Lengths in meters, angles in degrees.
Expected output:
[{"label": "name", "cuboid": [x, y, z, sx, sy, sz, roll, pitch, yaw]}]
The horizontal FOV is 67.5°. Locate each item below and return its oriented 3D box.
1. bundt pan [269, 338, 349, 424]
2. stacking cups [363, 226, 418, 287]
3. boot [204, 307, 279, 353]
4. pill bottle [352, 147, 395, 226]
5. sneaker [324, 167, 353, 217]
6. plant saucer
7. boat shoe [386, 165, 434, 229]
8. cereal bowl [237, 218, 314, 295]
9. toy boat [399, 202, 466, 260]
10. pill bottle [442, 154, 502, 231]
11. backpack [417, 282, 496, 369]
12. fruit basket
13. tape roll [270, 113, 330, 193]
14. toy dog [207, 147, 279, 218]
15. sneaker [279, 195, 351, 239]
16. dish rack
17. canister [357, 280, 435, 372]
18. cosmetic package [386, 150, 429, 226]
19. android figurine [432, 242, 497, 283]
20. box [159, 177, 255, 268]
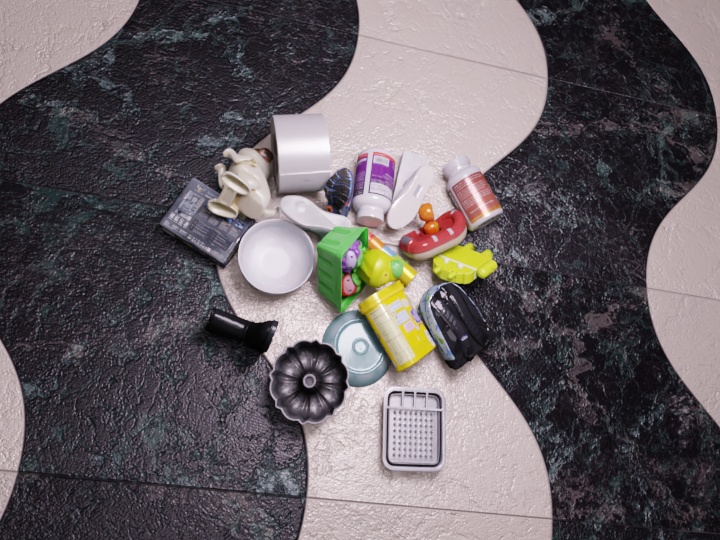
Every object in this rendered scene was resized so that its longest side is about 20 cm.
[{"label": "bundt pan", "cuboid": [-0.124, 0.276, 1.339, 0.197, 0.076, 0.207, 0, 76, 0]}, {"label": "stacking cups", "cuboid": [0.067, -0.037, 1.492, 0.199, 0.061, 0.061, 40, 71, 5]}, {"label": "boot", "cuboid": [-0.288, 0.136, 1.296, 0.160, 0.198, 0.075, 26, 68, -10]}, {"label": "pill bottle", "cuboid": [0.036, -0.231, 1.507, 0.110, 0.113, 0.204, 10, 73, -9]}, {"label": "sneaker", "cuboid": [-0.053, -0.204, 1.445, 0.074, 0.201, 0.079, 27, 55, 5]}, {"label": "plant saucer", "cuboid": [-0.004, 0.201, 1.417, 0.195, 0.036, 0.205, 3, 73, -11]}, {"label": "boat shoe", "cuboid": [0.129, -0.202, 1.488, 0.071, 0.068, 0.203, 29, 82, -16]}, {"label": "cereal bowl", "cuboid": [-0.220, -0.027, 1.411, 0.195, 0.083, 0.205, 3, 73, -10]}, {"label": "toy boat", "cuboid": [0.196, -0.123, 1.486, 0.197, 0.130, 0.133, -24, 112, -18]}, {"label": "pill bottle", "cuboid": [0.320, -0.227, 1.565, 0.111, 0.112, 0.203, -24, 81, -17]}, {"label": "backpack", "cuboid": [0.241, 0.132, 1.443, 0.162, 0.153, 0.202, -36, 106, -16]}, {"label": "fruit basket", "cuboid": [0.000, 0.000, 1.370, 0.215, 0.216, 0.156, 41, 49, 2]}, {"label": "tape roll", "cuboid": [-0.163, -0.312, 1.442, 0.136, 0.203, 0.207, -6, 75, -14]}, {"label": "toy dog", "cuboid": [-0.287, -0.243, 1.407, 0.190, 0.140, 0.203, 18, 45, -15]}, {"label": "sneaker", "cuboid": [-0.132, -0.126, 1.434, 0.197, 0.118, 0.075, 21, 70, -15]}, {"label": "dish rack", "cuboid": [0.134, 0.406, 1.384, 0.168, 0.044, 0.205, 5, 73, -11]}, {"label": "canister", "cuboid": [0.098, 0.145, 1.408, 0.148, 0.086, 0.202, -24, 81, -49]}, {"label": "cosmetic package", "cuboid": [0.137, -0.237, 1.562, 0.081, 0.051, 0.204, 16, 72, -5]}, {"label": "android figurine", "cuboid": [0.278, -0.022, 1.481, 0.180, 0.042, 0.198, 25, 37, 37]}, {"label": "box", "cuboid": [-0.399, -0.126, 1.418, 0.198, 0.051, 0.159, 30, 71, -1]}]
